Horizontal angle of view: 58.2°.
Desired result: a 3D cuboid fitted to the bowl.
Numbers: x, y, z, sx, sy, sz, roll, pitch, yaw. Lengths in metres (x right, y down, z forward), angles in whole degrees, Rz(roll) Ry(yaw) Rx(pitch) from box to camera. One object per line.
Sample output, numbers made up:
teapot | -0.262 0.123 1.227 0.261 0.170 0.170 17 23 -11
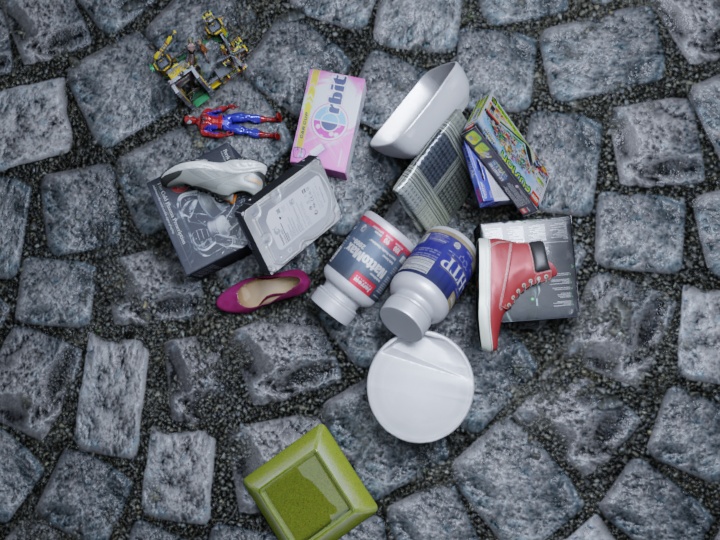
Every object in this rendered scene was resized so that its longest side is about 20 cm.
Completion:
bowl | 0.119 -0.288 1.219 0.074 0.200 0.200 38 89 -16

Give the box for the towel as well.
towel | 0.152 -0.174 1.207 0.034 0.200 0.193 34 84 36

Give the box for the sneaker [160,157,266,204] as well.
sneaker | -0.271 -0.161 1.187 0.197 0.074 0.081 -1 90 3

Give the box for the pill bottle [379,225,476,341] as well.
pill bottle | 0.123 0.026 1.182 0.119 0.120 0.201 34 60 6

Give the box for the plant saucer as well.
plant saucer | -0.100 0.435 1.238 0.199 0.048 0.201 -35 84 0

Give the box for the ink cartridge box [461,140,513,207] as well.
ink cartridge box | 0.256 -0.182 1.203 0.042 0.199 0.121 -21 82 43

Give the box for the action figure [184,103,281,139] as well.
action figure | -0.263 -0.301 1.315 0.197 0.052 0.067 4 89 7

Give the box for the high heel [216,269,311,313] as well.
high heel | -0.194 0.037 1.254 0.197 0.096 0.068 -18 84 2

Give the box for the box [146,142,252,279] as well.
box | -0.286 -0.114 1.271 0.180 0.104 0.202 -26 84 0

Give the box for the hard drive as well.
hard drive | -0.130 -0.106 1.212 0.200 0.038 0.141 -40 126 -28

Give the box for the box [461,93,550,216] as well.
box | 0.267 -0.208 1.171 0.200 0.035 0.111 47 49 -21

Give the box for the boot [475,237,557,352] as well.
boot | 0.275 0.045 1.139 0.142 0.072 0.203 3 83 4

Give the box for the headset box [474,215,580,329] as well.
headset box | 0.312 0.008 1.220 0.171 0.093 0.203 -5 85 3

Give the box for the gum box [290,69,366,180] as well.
gum box | -0.061 -0.295 1.286 0.112 0.066 0.203 12 86 4

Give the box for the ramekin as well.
ramekin | 0.112 0.214 1.218 0.199 0.094 0.206 0 86 5

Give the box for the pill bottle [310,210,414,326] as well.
pill bottle | 0.000 0.000 1.232 0.119 0.120 0.201 37 89 6

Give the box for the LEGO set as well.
LEGO set | -0.328 -0.428 1.292 0.198 0.116 0.155 -26 84 1
